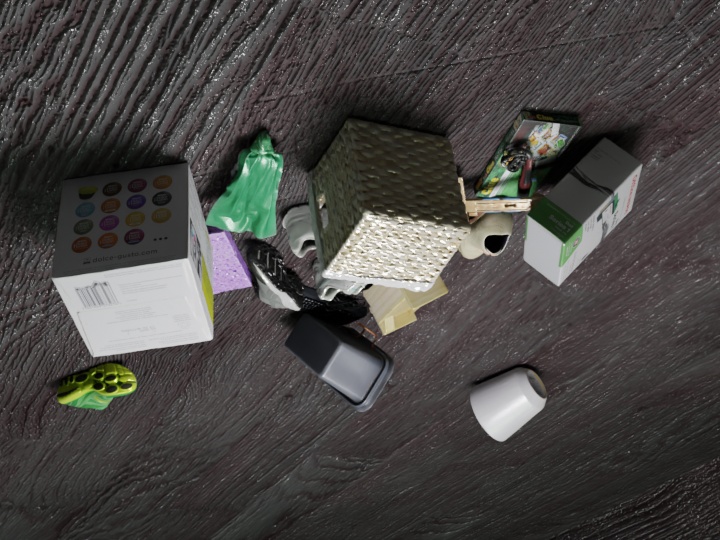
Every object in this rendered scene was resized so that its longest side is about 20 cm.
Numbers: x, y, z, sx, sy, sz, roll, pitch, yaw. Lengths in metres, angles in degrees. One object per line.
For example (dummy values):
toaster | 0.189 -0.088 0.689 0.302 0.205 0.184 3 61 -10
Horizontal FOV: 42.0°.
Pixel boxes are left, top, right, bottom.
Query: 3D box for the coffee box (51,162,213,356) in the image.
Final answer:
coffee box | -0.340 -0.016 1.441 0.197 0.199 0.201 -8 141 0

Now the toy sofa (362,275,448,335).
toy sofa | 0.082 0.042 1.777 0.082 0.098 0.200 -23 169 -22

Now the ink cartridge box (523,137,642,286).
ink cartridge box | 0.361 -0.096 1.531 0.200 0.084 0.147 -43 155 -14

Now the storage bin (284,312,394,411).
storage bin | -0.047 0.162 1.851 0.134 0.200 0.146 34 90 -40

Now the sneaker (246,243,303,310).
sneaker | -0.168 0.021 1.704 0.078 0.075 0.201 -8 150 14

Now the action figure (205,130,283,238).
action figure | -0.166 -0.137 1.451 0.117 0.055 0.201 4 141 -19

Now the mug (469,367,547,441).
mug | 0.373 0.305 2.306 0.153 0.187 0.149 -37 108 26

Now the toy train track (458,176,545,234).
toy train track | 0.208 -0.116 1.561 0.197 0.033 0.116 0 130 17

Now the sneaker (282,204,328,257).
sneaker | -0.030 -0.070 1.569 0.197 0.088 0.075 -13 148 5

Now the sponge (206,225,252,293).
sponge | -0.267 -0.017 1.651 0.110 0.030 0.201 -11 150 3

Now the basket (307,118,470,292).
basket | 0.043 -0.099 1.430 0.198 0.200 0.161 8 144 -26

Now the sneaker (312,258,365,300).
sneaker | 0.000 0.000 1.689 0.199 0.081 0.070 -22 147 32

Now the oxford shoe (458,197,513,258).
oxford shoe | 0.217 -0.055 1.663 0.070 0.075 0.200 -3 159 -10

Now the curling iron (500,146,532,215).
curling iron | 0.261 -0.146 1.539 0.049 0.026 0.200 8 158 16

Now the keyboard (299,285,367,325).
keyboard | -0.069 0.077 1.858 0.199 0.040 0.104 20 140 -41

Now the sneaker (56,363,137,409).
sneaker | -0.550 0.249 1.992 0.198 0.075 0.084 -12 149 24

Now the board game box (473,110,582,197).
board game box | 0.267 -0.182 1.522 0.103 0.024 0.201 1 149 -19
